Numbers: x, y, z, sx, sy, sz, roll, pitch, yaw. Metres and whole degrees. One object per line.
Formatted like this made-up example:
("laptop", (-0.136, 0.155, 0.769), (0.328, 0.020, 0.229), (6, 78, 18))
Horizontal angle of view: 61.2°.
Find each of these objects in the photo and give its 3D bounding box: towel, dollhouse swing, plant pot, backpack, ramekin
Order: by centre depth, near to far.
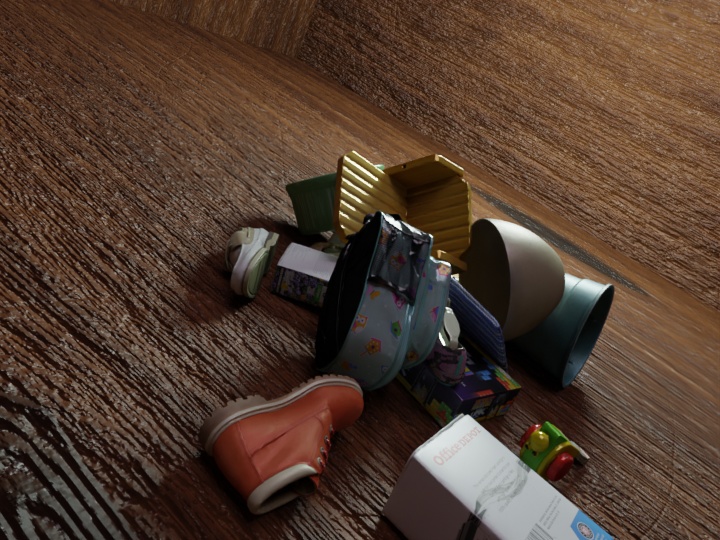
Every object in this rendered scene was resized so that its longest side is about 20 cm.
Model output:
("backpack", (0.022, 0.054, 0.796), (0.150, 0.204, 0.175), (29, -24, -12))
("towel", (0.177, 0.096, 0.968), (0.145, 0.024, 0.202), (46, -12, 37))
("dollhouse swing", (0.074, -0.112, 1.018), (0.175, 0.177, 0.206), (41, 46, -49))
("plant pot", (0.262, 0.016, 1.021), (0.130, 0.206, 0.202), (-2, 29, -15))
("plant pot", (0.343, 0.078, 1.148), (0.193, 0.206, 0.198), (29, 20, 31))
("ramekin", (-0.041, -0.134, 1.173), (0.193, 0.101, 0.200), (-11, 6, 1))

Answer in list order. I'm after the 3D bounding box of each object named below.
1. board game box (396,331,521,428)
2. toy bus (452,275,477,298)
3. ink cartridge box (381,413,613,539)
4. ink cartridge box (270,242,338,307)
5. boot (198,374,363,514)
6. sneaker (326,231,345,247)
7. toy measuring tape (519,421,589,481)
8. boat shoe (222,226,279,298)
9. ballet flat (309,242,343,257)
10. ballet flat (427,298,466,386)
("board game box", (0.121, 0.139, 0.917), (0.162, 0.058, 0.200), (4, 31, -47))
("toy bus", (0.174, 0.024, 1.205), (0.063, 0.080, 0.201), (18, 23, -19))
("ink cartridge box", (0.140, 0.260, 0.623), (0.198, 0.086, 0.143), (38, 24, 25))
("ink cartridge box", (-0.035, 0.023, 0.970), (0.194, 0.052, 0.109), (19, 22, 0))
("boot", (-0.055, 0.175, 0.618), (0.196, 0.077, 0.107), (-10, 43, -44))
("sneaker", (0.015, -0.040, 1.200), (0.089, 0.076, 0.198), (46, 33, 17))
("toy measuring tape", (0.265, 0.258, 0.837), (0.074, 0.074, 0.199), (45, 4, 40))
("boat shoe", (-0.173, -0.016, 0.914), (0.066, 0.077, 0.201), (17, 15, -4))
("ballet flat", (0.000, 0.000, 1.064), (0.193, 0.073, 0.065), (12, -5, -15))
("ballet flat", (0.108, 0.077, 0.867), (0.067, 0.073, 0.201), (14, 24, -20))
